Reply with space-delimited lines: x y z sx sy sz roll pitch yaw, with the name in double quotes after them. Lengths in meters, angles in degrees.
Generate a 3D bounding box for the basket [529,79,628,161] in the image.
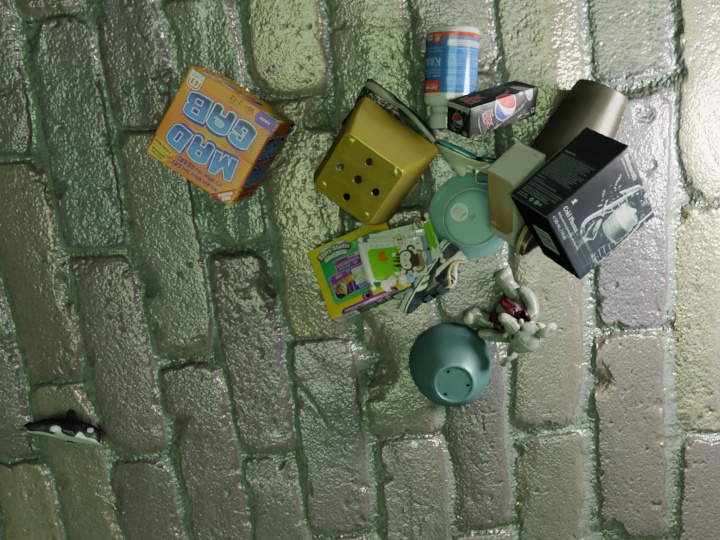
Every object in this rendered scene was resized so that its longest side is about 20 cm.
0.460 -0.285 1.259 0.180 0.136 0.201 22 100 -13 "basket"

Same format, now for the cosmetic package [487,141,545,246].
0.327 -0.157 1.254 0.105 0.200 0.071 -41 55 -17 "cosmetic package"

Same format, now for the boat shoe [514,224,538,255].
0.412 -0.092 1.287 0.072 0.200 0.072 35 149 32 "boat shoe"

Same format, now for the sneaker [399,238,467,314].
0.169 0.031 1.373 0.079 0.078 0.200 36 107 13 "sneaker"

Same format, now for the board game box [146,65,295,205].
-0.290 -0.287 1.281 0.199 0.200 0.200 33 104 -3 "board game box"

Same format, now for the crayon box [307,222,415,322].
0.000 0.000 1.365 0.199 0.058 0.173 -24 72 10 "crayon box"

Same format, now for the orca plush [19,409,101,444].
-0.776 0.404 1.569 0.199 0.071 0.105 3 148 8 "orca plush"

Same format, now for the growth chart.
0.090 -0.038 1.314 0.199 0.018 0.145 -19 75 -17 "growth chart"

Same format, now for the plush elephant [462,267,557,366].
0.347 0.124 1.349 0.200 0.155 0.165 43 103 -5 "plush elephant"

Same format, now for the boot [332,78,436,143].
0.050 -0.301 1.311 0.203 0.073 0.154 42 105 9 "boot"

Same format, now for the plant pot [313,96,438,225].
0.014 -0.206 1.222 0.200 0.176 0.200 35 117 -1 "plant pot"

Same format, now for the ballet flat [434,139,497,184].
0.251 -0.230 1.322 0.199 0.069 0.070 18 104 1 "ballet flat"

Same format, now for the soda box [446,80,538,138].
0.273 -0.334 1.230 0.200 0.071 0.064 -25 129 -28 "soda box"

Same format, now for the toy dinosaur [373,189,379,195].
0.062 -0.203 1.354 0.088 0.047 0.201 17 101 7 "toy dinosaur"

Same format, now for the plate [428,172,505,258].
0.255 -0.122 1.366 0.199 0.026 0.201 1 104 4 "plate"

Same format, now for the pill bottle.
0.190 -0.403 1.260 0.112 0.112 0.201 2 102 4 "pill bottle"

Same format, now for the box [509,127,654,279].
0.431 -0.128 1.160 0.197 0.124 0.200 -42 127 1 "box"

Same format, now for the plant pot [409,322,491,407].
0.214 0.239 1.399 0.199 0.135 0.201 1 104 4 "plant pot"
